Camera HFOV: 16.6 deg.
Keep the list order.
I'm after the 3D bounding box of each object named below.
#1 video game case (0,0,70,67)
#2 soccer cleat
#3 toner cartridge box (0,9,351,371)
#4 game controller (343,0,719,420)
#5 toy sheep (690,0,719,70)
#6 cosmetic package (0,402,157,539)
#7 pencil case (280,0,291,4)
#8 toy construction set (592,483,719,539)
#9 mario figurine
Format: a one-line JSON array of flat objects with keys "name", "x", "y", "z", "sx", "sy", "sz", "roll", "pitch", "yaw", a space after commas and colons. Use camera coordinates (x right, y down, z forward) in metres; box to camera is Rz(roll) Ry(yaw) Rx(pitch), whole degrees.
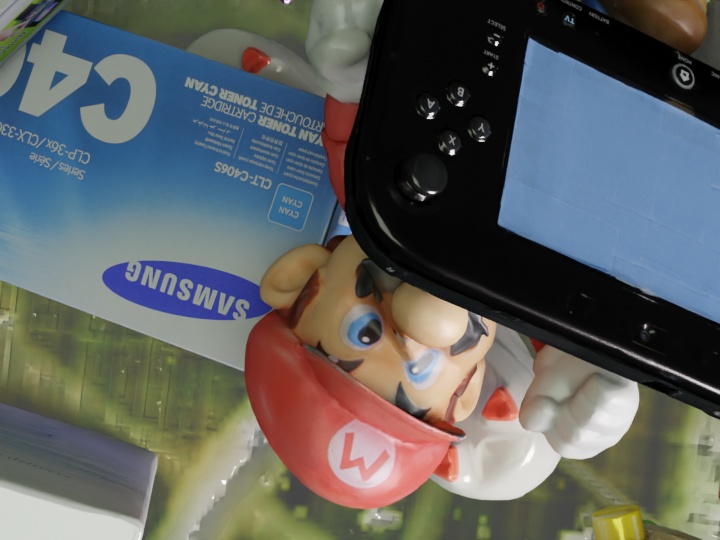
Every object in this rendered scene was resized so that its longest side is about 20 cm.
[{"name": "video game case", "x": -0.212, "y": -0.118, "z": 0.819, "sx": 0.181, "sy": 0.045, "sz": 0.200, "roll": -40, "pitch": 83, "yaw": 17}, {"name": "soccer cleat", "x": 0.000, "y": 0.000, "z": 0.873, "sx": 0.069, "sy": 0.078, "sz": 0.200, "roll": -40, "pitch": 74, "yaw": 12}, {"name": "toner cartridge box", "x": -0.096, "y": -0.038, "z": 0.840, "sx": 0.200, "sy": 0.043, "sz": 0.095, "roll": 19, "pitch": 93, "yaw": 17}, {"name": "game controller", "x": 0.085, "y": -0.018, "z": 0.727, "sx": 0.200, "sy": 0.042, "sz": 0.104, "roll": 23, "pitch": 71, "yaw": -24}, {"name": "toy sheep", "x": 0.177, "y": -0.065, "z": 0.844, "sx": 0.200, "sy": 0.138, "sz": 0.138, "roll": 29, "pitch": 91, "yaw": -9}, {"name": "cosmetic package", "x": -0.177, "y": 0.094, "z": 0.797, "sx": 0.199, "sy": 0.200, "sz": 0.123, "roll": 18, "pitch": 89, "yaw": -4}, {"name": "pencil case", "x": 0.044, "y": -0.176, "z": 0.858, "sx": 0.200, "sy": 0.084, "sz": 0.086, "roll": -25, "pitch": 117, "yaw": 0}, {"name": "toy construction set", "x": 0.129, "y": 0.068, "z": 0.843, "sx": 0.131, "sy": 0.092, "sz": 0.200, "roll": 12, "pitch": 118, "yaw": 17}, {"name": "mario figurine", "x": 0.036, "y": -0.019, "z": 0.754, "sx": 0.123, "sy": 0.106, "sz": 0.200, "roll": 20, "pitch": 74, "yaw": 27}]
